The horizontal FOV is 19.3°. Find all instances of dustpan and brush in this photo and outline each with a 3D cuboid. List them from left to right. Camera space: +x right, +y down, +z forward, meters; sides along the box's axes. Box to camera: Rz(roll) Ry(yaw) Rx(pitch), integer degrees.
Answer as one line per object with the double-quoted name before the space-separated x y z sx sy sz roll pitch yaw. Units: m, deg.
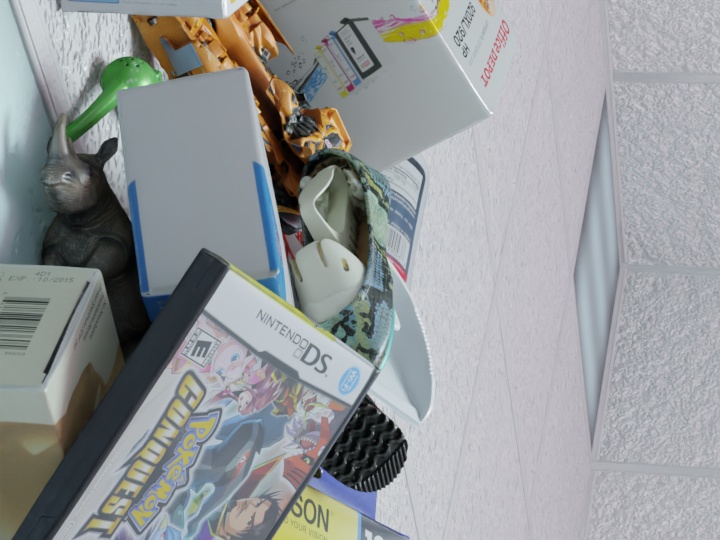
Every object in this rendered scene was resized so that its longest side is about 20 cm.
"dustpan and brush" 0.000 0.000 1.495 0.140 0.057 0.200 38 21 -36

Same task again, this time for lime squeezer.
"lime squeezer" -0.145 -0.100 1.377 0.200 0.038 0.071 20 73 -77

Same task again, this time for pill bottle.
"pill bottle" -0.004 -0.054 1.790 0.120 0.119 0.200 74 23 -53

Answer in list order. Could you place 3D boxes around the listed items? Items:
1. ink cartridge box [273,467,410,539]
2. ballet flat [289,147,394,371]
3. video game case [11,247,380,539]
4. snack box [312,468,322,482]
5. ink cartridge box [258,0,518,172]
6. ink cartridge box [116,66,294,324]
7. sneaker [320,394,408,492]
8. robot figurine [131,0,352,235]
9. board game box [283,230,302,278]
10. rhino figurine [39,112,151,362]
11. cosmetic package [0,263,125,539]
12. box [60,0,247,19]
"ink cartridge box" -0.034 0.203 1.471 0.198 0.047 0.200 34 56 -48
"ballet flat" -0.018 -0.008 1.375 0.200 0.074 0.074 -93 175 -52
"video game case" -0.090 0.106 1.202 0.200 0.025 0.181 -57 144 -3
"snack box" -0.083 0.124 1.510 0.142 0.053 0.200 34 51 -47
"ink cartridge box" 0.002 -0.195 1.584 0.200 0.145 0.147 56 27 -19
"ink cartridge box" -0.088 -0.007 1.306 0.200 0.084 0.145 81 -1 -62
"sneaker" -0.055 0.075 1.472 0.070 0.200 0.093 -48 -170 -6
"robot figurine" -0.074 -0.122 1.471 0.200 0.058 0.145 54 29 -20
"board game box" -0.049 -0.033 1.562 0.151 0.046 0.200 43 32 -39
"rhino figurine" -0.163 -0.006 1.271 0.087 0.060 0.200 -64 151 -53
"cosmetic package" -0.175 0.104 1.214 0.105 0.071 0.200 -73 160 -45
"box" -0.108 -0.234 1.343 0.200 0.112 0.101 -57 148 -64
